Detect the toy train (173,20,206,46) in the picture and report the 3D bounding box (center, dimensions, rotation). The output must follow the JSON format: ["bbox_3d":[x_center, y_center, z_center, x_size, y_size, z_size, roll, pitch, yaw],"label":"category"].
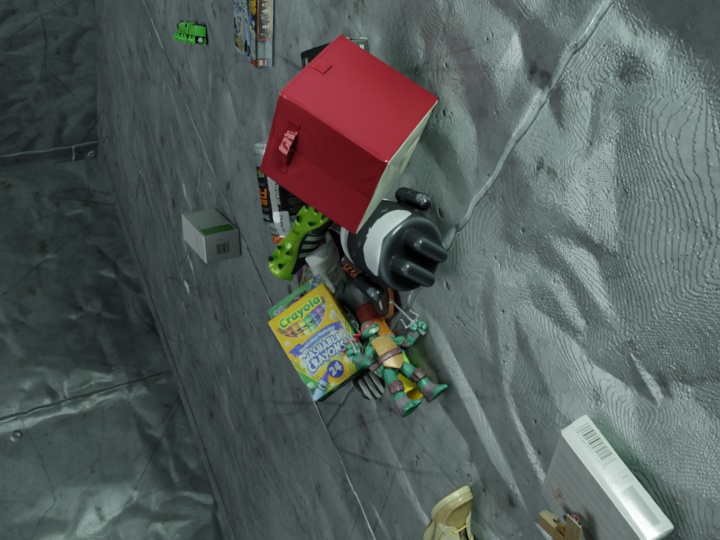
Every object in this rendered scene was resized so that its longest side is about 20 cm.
[{"bbox_3d":[-0.455,-0.633,1.968,0.200,0.041,0.057,33,121,54],"label":"toy train"}]

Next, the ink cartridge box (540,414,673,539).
[{"bbox_3d":[0.304,0.301,0.940,0.162,0.050,0.201,56,165,35],"label":"ink cartridge box"}]

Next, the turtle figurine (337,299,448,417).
[{"bbox_3d":[0.050,0.139,1.238,0.201,0.149,0.101,54,160,18],"label":"turtle figurine"}]

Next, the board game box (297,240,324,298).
[{"bbox_3d":[-0.103,0.017,1.599,0.120,0.032,0.203,-153,53,-62],"label":"board game box"}]

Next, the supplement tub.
[{"bbox_3d":[-0.143,-0.162,1.488,0.122,0.121,0.203,18,118,59],"label":"supplement tub"}]

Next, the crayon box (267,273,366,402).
[{"bbox_3d":[-0.078,0.116,1.332,0.201,0.125,0.052,56,-176,16],"label":"crayon box"}]

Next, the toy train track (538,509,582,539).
[{"bbox_3d":[0.302,0.369,0.917,0.200,0.032,0.116,41,146,47],"label":"toy train track"}]

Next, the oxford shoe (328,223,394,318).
[{"bbox_3d":[0.000,0.000,1.338,0.202,0.072,0.071,65,151,21],"label":"oxford shoe"}]

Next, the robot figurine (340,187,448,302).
[{"bbox_3d":[0.051,-0.042,1.167,0.199,0.149,0.126,32,147,53],"label":"robot figurine"}]

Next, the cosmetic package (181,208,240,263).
[{"bbox_3d":[-0.423,-0.099,2.083,0.200,0.106,0.086,36,134,50],"label":"cosmetic package"}]

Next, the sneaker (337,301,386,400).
[{"bbox_3d":[-0.011,0.157,1.396,0.202,0.074,0.115,62,-175,16],"label":"sneaker"}]

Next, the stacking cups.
[{"bbox_3d":[0.053,0.144,1.336,0.061,0.060,0.201,107,145,-46],"label":"stacking cups"}]

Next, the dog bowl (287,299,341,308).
[{"bbox_3d":[-0.072,0.146,1.517,0.199,0.073,0.203,25,124,43],"label":"dog bowl"}]

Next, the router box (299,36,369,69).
[{"bbox_3d":[-0.035,-0.290,1.281,0.149,0.061,0.203,16,116,61],"label":"router box"}]

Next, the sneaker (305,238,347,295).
[{"bbox_3d":[-0.057,-0.005,1.429,0.081,0.070,0.200,56,175,10],"label":"sneaker"}]

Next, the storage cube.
[{"bbox_3d":[-0.017,-0.202,1.097,0.179,0.201,0.172,34,142,5],"label":"storage cube"}]

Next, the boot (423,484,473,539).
[{"bbox_3d":[0.175,0.459,1.215,0.156,0.072,0.202,56,149,35],"label":"boot"}]

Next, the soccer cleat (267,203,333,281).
[{"bbox_3d":[-0.102,-0.067,1.437,0.067,0.201,0.081,39,180,27],"label":"soccer cleat"}]

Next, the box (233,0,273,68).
[{"bbox_3d":[-0.226,-0.547,1.558,0.137,0.039,0.202,49,143,45],"label":"box"}]
